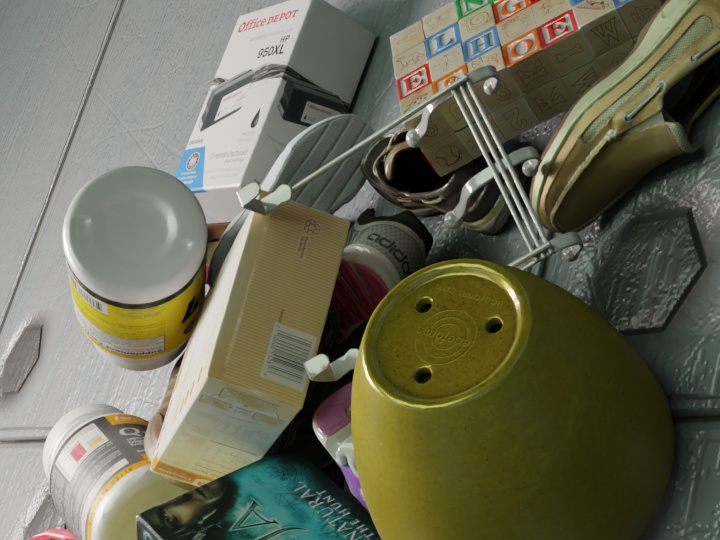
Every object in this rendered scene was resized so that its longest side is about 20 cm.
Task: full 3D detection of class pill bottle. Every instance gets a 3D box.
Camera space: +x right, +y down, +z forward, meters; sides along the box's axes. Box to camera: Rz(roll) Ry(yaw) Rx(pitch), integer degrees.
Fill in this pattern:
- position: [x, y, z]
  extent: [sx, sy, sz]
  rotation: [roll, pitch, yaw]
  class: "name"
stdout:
- position: [-0.205, 0.192, 1.301]
  extent: [0.117, 0.116, 0.200]
  rotation: [-62, 31, 0]
  class: "pill bottle"
- position: [-0.184, 0.006, 1.235]
  extent: [0.200, 0.113, 0.115]
  rotation: [107, 177, -67]
  class: "pill bottle"

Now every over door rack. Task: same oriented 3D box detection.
- position: [0.033, -0.030, 1.014]
  extent: [0.199, 0.067, 0.149]
  rotation: [-27, 69, 7]
  class: "over door rack"

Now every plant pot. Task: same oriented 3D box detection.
- position: [0.072, 0.075, 0.885]
  extent: [0.199, 0.142, 0.201]
  rotation: [-15, 48, 17]
  class: "plant pot"

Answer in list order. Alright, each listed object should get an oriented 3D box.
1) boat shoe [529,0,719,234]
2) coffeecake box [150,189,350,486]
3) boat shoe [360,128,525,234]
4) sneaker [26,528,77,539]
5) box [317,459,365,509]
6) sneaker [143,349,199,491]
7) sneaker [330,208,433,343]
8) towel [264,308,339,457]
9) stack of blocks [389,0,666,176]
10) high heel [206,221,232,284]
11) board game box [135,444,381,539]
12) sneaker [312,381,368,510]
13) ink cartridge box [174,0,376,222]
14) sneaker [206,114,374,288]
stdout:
- position: [0.192, -0.099, 0.996]
  extent: [0.201, 0.071, 0.076]
  rotation: [-55, 47, 14]
  class: "boat shoe"
- position: [-0.085, 0.060, 1.111]
  extent: [0.200, 0.073, 0.154]
  rotation: [126, 160, -58]
  class: "coffeecake box"
- position: [0.051, -0.085, 1.180]
  extent: [0.200, 0.073, 0.075]
  rotation: [18, 81, 59]
  class: "boat shoe"
- position: [-0.284, 0.265, 1.389]
  extent: [0.199, 0.086, 0.074]
  rotation: [-14, 53, 51]
  class: "sneaker"
- position: [-0.070, 0.247, 1.124]
  extent: [0.199, 0.046, 0.160]
  rotation: [-29, 44, 42]
  class: "box"
- position: [-0.135, 0.107, 1.249]
  extent: [0.200, 0.070, 0.076]
  rotation: [-102, 34, -65]
  class: "sneaker"
- position: [0.000, 0.000, 1.195]
  extent: [0.087, 0.074, 0.200]
  rotation: [-42, 6, -23]
  class: "sneaker"
- position: [-0.076, 0.109, 1.224]
  extent: [0.200, 0.022, 0.148]
  rotation: [-25, 44, 68]
  class: "towel"
- position: [0.124, -0.166, 1.088]
  extent: [0.199, 0.059, 0.116]
  rotation: [-26, 38, 18]
  class: "stack of blocks"
- position: [-0.101, -0.022, 1.333]
  extent: [0.199, 0.096, 0.068]
  rotation: [-23, 48, 47]
  class: "high heel"
- position: [-0.042, 0.200, 0.994]
  extent: [0.200, 0.135, 0.028]
  rotation: [35, 133, 41]
  class: "board game box"
- position: [0.052, 0.154, 0.999]
  extent: [0.080, 0.089, 0.200]
  rotation: [-33, 45, -24]
  class: "sneaker"
- position: [-0.085, -0.149, 1.422]
  extent: [0.144, 0.084, 0.201]
  rotation: [-1, 65, 55]
  class: "ink cartridge box"
- position: [-0.065, -0.056, 1.268]
  extent: [0.200, 0.073, 0.071]
  rotation: [-47, 14, -23]
  class: "sneaker"
